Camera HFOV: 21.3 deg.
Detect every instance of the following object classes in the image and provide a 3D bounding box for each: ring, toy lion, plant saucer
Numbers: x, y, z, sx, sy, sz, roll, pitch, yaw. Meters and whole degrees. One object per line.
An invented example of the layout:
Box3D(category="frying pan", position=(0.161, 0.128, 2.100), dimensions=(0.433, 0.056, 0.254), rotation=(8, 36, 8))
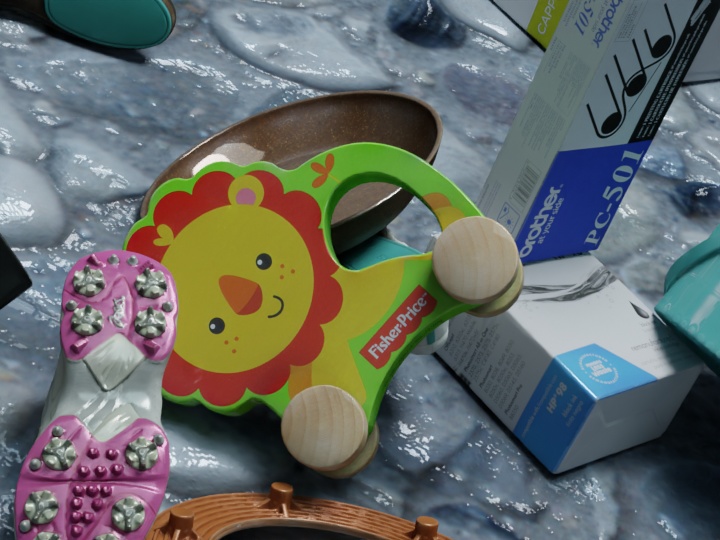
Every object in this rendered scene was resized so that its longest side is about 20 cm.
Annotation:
Box3D(category="ring", position=(-0.012, 0.149, 0.974), dimensions=(0.198, 0.019, 0.201), rotation=(11, 14, -3))
Box3D(category="toy lion", position=(-0.035, 0.006, 1.087), dimensions=(0.192, 0.200, 0.069), rotation=(43, -1, 13))
Box3D(category="plant saucer", position=(-0.040, -0.051, 1.210), dimensions=(0.199, 0.037, 0.201), rotation=(-15, 28, 8))

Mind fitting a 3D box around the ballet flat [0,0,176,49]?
Box3D(category="ballet flat", position=(-0.226, -0.211, 1.355), dimensions=(0.198, 0.068, 0.069), rotation=(14, 26, -16))

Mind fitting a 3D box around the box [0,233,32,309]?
Box3D(category="box", position=(-0.273, -0.052, 0.888), dimensions=(0.124, 0.201, 0.148), rotation=(-38, 36, -14))

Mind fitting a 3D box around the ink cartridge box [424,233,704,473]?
Box3D(category="ink cartridge box", position=(0.108, 0.029, 1.237), dimensions=(0.115, 0.067, 0.200), rotation=(-13, 49, -43))

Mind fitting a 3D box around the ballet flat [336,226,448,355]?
Box3D(category="ballet flat", position=(0.000, 0.000, 1.203), dimensions=(0.069, 0.070, 0.200), rotation=(5, 18, -26))

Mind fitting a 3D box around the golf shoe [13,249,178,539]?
Box3D(category="golf shoe", position=(-0.135, 0.092, 1.000), dimensions=(0.075, 0.092, 0.201), rotation=(13, 58, -5))

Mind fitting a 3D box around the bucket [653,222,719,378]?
Box3D(category="bucket", position=(0.294, 0.034, 1.221), dimensions=(0.207, 0.135, 0.207), rotation=(43, 1, -1))

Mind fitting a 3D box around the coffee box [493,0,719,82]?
Box3D(category="coffee box", position=(0.240, -0.295, 1.639), dimensions=(0.199, 0.201, 0.198), rotation=(-11, 47, -40))

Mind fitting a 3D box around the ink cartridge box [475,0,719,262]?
Box3D(category="ink cartridge box", position=(0.145, -0.098, 1.190), dimensions=(0.093, 0.201, 0.044), rotation=(-10, 45, -41))
